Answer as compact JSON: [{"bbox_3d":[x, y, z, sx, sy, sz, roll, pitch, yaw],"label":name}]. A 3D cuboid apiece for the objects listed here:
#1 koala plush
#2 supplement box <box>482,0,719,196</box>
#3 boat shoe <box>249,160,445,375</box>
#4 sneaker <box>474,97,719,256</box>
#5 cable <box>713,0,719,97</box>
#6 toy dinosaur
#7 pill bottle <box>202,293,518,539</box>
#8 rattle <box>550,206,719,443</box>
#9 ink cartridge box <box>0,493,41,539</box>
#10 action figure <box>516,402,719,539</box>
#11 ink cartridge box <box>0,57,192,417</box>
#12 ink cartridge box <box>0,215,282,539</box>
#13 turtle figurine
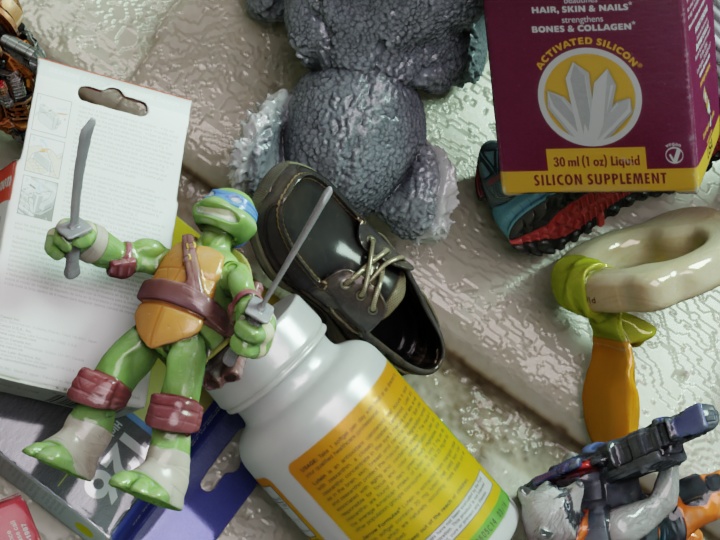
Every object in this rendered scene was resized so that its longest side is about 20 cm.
[{"bbox_3d":[0.001,-0.124,1.623,0.177,0.184,0.200,18,81,-10],"label":"koala plush"},{"bbox_3d":[0.151,-0.156,1.569,0.131,0.103,0.200,-1,114,17],"label":"supplement box"},{"bbox_3d":[0.000,0.000,1.570,0.075,0.073,0.200,-62,141,-19],"label":"boat shoe"},{"bbox_3d":[0.168,-0.095,1.695,0.200,0.079,0.096,-26,59,-15],"label":"sneaker"},{"bbox_3d":[0.295,-0.157,1.710,0.200,0.069,0.200,1,45,-49],"label":"cable"},{"bbox_3d":[-0.246,-0.154,1.560,0.102,0.136,0.200,-36,129,-37],"label":"toy dinosaur"},{"bbox_3d":[-0.004,0.114,1.555,0.200,0.111,0.111,49,67,-9],"label":"pill bottle"},{"bbox_3d":[0.227,0.021,1.694,0.200,0.130,0.143,-28,95,-49],"label":"rattle"},{"bbox_3d":[-0.269,0.238,1.468,0.200,0.083,0.146,-20,81,-21],"label":"ink cartridge box"},{"bbox_3d":[0.193,0.153,1.573,0.193,0.200,0.105,3,70,-22],"label":"action figure"},{"bbox_3d":[-0.174,-0.019,1.534,0.109,0.050,0.200,15,74,-23],"label":"ink cartridge box"},{"bbox_3d":[-0.139,0.071,1.580,0.200,0.047,0.198,37,67,-1],"label":"ink cartridge box"},{"bbox_3d":[-0.124,0.027,1.432,0.144,0.200,0.194,21,80,-6],"label":"turtle figurine"}]
